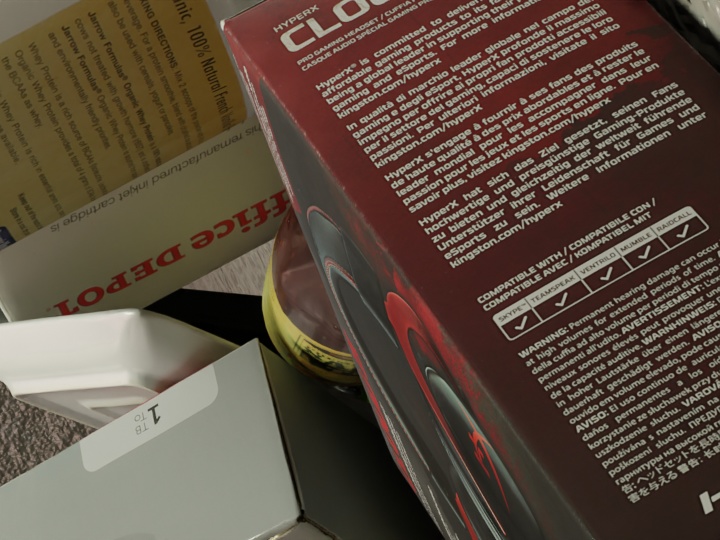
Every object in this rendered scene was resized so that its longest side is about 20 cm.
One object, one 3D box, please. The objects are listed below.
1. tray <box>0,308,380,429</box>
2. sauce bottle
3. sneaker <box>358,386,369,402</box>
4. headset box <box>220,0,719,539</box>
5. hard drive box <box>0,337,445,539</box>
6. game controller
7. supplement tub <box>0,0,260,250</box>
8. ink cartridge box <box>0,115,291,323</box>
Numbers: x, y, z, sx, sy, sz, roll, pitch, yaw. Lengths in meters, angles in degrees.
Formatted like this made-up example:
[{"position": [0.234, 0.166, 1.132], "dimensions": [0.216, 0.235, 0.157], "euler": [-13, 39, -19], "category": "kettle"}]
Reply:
[{"position": [-0.048, 0.057, 0.844], "dimensions": [0.107, 0.022, 0.200], "euler": [-6, 157, 42], "category": "tray"}, {"position": [0.000, 0.000, 0.745], "dimensions": [0.066, 0.066, 0.200], "euler": [62, 174, 6], "category": "sauce bottle"}, {"position": [0.013, 0.113, 1.025], "dimensions": [0.200, 0.071, 0.083], "euler": [62, 179, 27], "category": "sneaker"}, {"position": [0.052, 0.026, 0.456], "dimensions": [0.200, 0.075, 0.149], "euler": [55, 170, 44], "category": "headset box"}, {"position": [-0.037, 0.129, 0.829], "dimensions": [0.200, 0.156, 0.077], "euler": [40, -153, -48], "category": "hard drive box"}, {"position": [-0.083, 0.028, 0.953], "dimensions": [0.104, 0.200, 0.042], "euler": [0, 85, 50], "category": "game controller"}, {"position": [-0.100, -0.085, 0.607], "dimensions": [0.145, 0.200, 0.144], "euler": [60, 173, 12], "category": "supplement tub"}, {"position": [-0.109, -0.101, 0.823], "dimensions": [0.145, 0.147, 0.200], "euler": [57, 170, 40], "category": "ink cartridge box"}]
